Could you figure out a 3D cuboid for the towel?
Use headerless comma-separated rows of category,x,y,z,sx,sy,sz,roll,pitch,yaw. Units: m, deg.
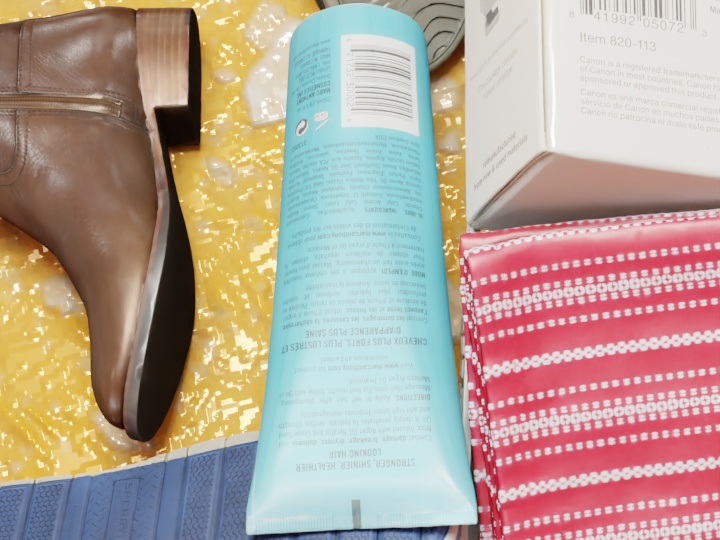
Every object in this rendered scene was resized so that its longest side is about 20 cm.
towel,0.112,0.080,0.942,0.144,0.022,0.200,-6,96,3

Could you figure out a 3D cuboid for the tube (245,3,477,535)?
tube,0.000,0.000,0.966,0.077,0.050,0.200,-6,58,10

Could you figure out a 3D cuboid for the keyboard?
keyboard,0.036,0.080,0.976,0.011,0.056,0.200,0,72,6

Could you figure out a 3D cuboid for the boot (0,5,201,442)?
boot,-0.163,-0.019,1.032,0.200,0.064,0.187,-1,58,4

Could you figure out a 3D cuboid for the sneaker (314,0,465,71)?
sneaker,-0.009,-0.173,1.068,0.075,0.106,0.200,-14,98,-17

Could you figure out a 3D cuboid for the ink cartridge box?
ink cartridge box,0.117,-0.112,0.990,0.146,0.083,0.200,7,70,-17

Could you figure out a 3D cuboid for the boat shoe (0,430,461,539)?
boat shoe,-0.056,0.107,0.969,0.200,0.072,0.072,-4,47,17
